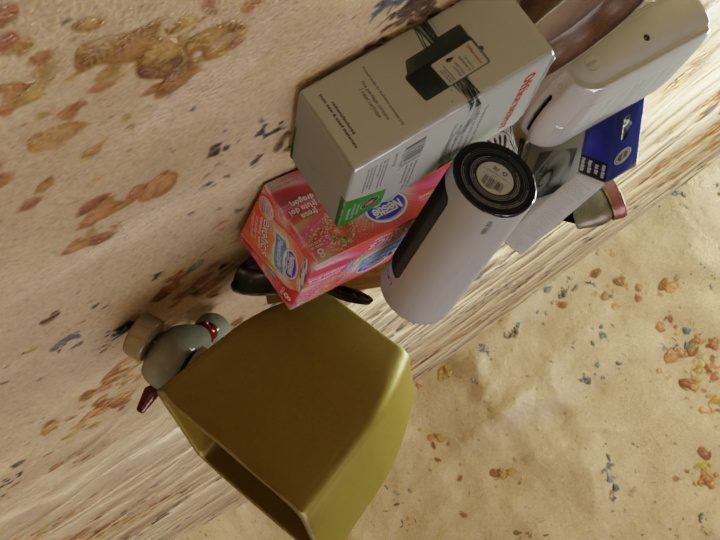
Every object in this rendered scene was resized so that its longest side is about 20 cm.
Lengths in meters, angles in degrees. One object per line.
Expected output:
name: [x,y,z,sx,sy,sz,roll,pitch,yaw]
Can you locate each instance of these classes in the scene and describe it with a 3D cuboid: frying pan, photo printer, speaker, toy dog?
frying pan: [-0.070,0.009,1.231,0.115,0.031,0.190,-14,-163,-14]
photo printer: [0.273,-0.218,1.347,0.200,0.069,0.166,-30,170,-18]
speaker: [0.086,-0.029,1.114,0.081,0.081,0.200,-27,162,-31]
toy dog: [-0.193,0.103,1.306,0.096,0.132,0.200,-58,154,9]

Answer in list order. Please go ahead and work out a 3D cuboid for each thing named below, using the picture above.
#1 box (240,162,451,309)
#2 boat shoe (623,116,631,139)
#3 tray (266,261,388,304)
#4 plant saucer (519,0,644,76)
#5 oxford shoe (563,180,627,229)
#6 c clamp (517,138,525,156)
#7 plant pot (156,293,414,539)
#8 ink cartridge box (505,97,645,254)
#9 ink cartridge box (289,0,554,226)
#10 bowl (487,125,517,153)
box: [-0.004,-0.057,1.175,0.200,0.095,0.103,-27,165,-31]
boat shoe: [0.342,-0.211,1.599,0.076,0.060,0.200,-33,169,0]
tray: [0.000,0.000,1.367,0.200,0.037,0.099,-10,-175,26]
plant saucer: [0.194,-0.239,1.127,0.200,0.035,0.200,-33,169,-7]
oxford shoe: [0.267,-0.105,1.533,0.075,0.070,0.200,-25,-160,-2]
c clamp: [0.129,-0.067,1.551,0.200,0.027,0.171,-30,-153,37]
plant pot: [-0.052,0.142,1.228,0.200,0.195,0.194,-48,158,-17]
ink cartridge box: [0.259,-0.141,1.470,0.200,0.041,0.200,-41,-161,40]
ink cartridge box: [0.048,-0.137,1.013,0.200,0.083,0.147,-31,169,-14]
bowl: [0.116,-0.081,1.410,0.201,0.094,0.201,-29,167,-8]
